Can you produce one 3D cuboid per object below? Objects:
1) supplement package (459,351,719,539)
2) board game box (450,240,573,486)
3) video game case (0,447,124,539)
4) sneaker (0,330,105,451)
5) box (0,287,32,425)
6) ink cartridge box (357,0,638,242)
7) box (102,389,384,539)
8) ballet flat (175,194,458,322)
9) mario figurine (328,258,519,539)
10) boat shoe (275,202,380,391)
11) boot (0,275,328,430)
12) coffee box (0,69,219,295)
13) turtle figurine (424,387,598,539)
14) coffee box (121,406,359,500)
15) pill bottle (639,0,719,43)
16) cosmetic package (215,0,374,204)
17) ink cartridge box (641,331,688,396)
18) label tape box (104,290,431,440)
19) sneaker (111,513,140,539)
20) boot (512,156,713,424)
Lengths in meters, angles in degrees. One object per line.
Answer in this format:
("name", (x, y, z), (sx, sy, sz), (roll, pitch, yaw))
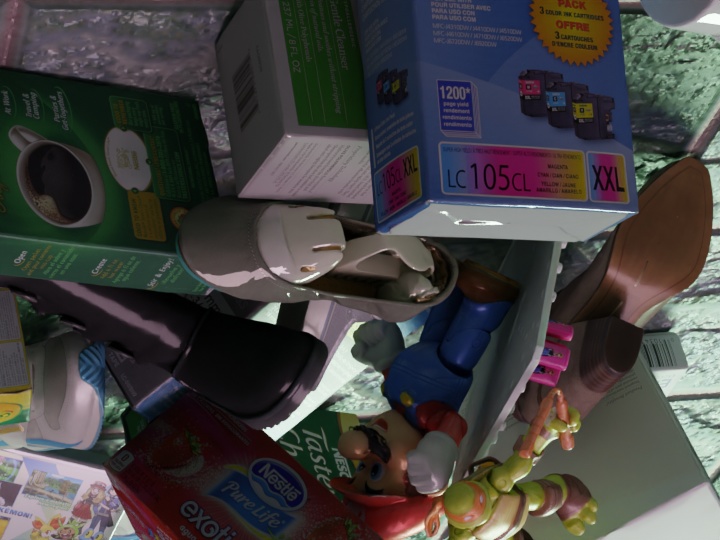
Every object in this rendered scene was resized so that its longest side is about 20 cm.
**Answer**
("supplement package", (0.176, 0.158, 1.548), (0.152, 0.200, 0.151), (-29, 135, 6))
("board game box", (0.113, 0.034, 1.401), (0.026, 0.200, 0.200), (18, 142, -4))
("video game case", (-0.289, 0.196, 1.552), (0.200, 0.022, 0.182), (16, 117, -24))
("sneaker", (-0.228, 0.086, 1.401), (0.081, 0.077, 0.200), (8, 162, -28))
("box", (-0.315, 0.051, 1.310), (0.200, 0.117, 0.048), (-5, 146, -16))
("ink cartridge box", (0.073, -0.122, 1.154), (0.136, 0.200, 0.076), (2, 165, -26))
("box", (-0.066, 0.179, 1.364), (0.095, 0.200, 0.100), (-40, 147, -19))
("ballet flat", (-0.019, -0.013, 1.229), (0.064, 0.067, 0.200), (-24, 155, 39))
("mario figurine", (0.029, 0.084, 1.377), (0.106, 0.200, 0.123), (20, 177, 8))
("boat shoe", (0.000, -0.001, 1.337), (0.071, 0.070, 0.201), (17, 105, -17))
("boot", (-0.136, 0.021, 1.273), (0.200, 0.066, 0.165), (35, 161, -21))
("coffee box", (-0.178, -0.054, 1.203), (0.200, 0.123, 0.044), (5, 146, -33))
("turtle figurine", (0.084, 0.164, 1.337), (0.200, 0.064, 0.161), (-60, 151, 1))
("coffee box", (-0.077, 0.158, 1.570), (0.200, 0.123, 0.044), (11, 137, -35))
("pill bottle", (0.266, -0.177, 1.210), (0.200, 0.114, 0.114), (4, 144, -30))
("cosmetic package", (0.025, -0.101, 1.222), (0.200, 0.108, 0.085), (0, 156, -25))
("ink cartridge box", (0.143, 0.123, 1.703), (0.196, 0.043, 0.200), (-3, 145, -20))
("label tape box", (-0.060, 0.041, 1.447), (0.200, 0.063, 0.144), (-38, 145, 4))
("sneaker", (-0.245, 0.181, 1.609), (0.200, 0.075, 0.087), (-12, 135, -11))
("boot", (0.168, 0.020, 1.475), (0.070, 0.200, 0.146), (35, 156, -12))
